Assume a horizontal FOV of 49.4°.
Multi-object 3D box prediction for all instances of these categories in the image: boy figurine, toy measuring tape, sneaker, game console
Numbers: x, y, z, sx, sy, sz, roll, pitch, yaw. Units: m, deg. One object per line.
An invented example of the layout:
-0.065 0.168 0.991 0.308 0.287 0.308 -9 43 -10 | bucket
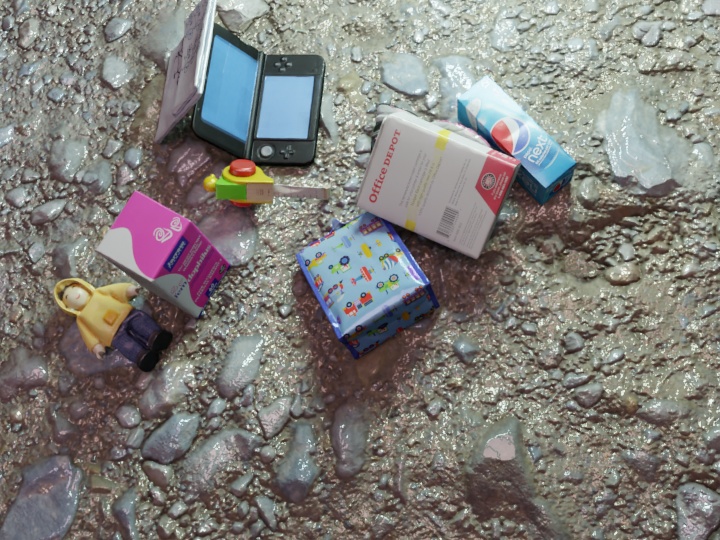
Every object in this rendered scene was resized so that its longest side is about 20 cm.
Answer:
-0.382 0.068 1.199 0.199 0.064 0.125 33 83 14 | boy figurine
-0.148 -0.138 1.237 0.198 0.074 0.074 0 72 -9 | toy measuring tape
0.105 -0.185 1.211 0.199 0.080 0.087 20 88 22 | sneaker
-0.156 -0.280 1.248 0.174 0.116 0.202 3 73 9 | game console

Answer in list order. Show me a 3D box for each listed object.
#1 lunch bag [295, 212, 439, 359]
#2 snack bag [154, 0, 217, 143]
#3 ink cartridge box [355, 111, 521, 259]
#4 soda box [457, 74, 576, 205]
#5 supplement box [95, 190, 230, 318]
0.000 0.000 1.159 0.150 0.094 0.201 -31 62 1 | lunch bag
-0.285 -0.325 1.259 0.021 0.199 0.190 15 68 -29 | snack bag
0.112 -0.128 1.140 0.199 0.083 0.146 25 110 10 | ink cartridge box
0.233 -0.199 1.190 0.064 0.068 0.200 -39 71 -5 | soda box
-0.279 -0.018 1.137 0.103 0.200 0.102 27 78 16 | supplement box
